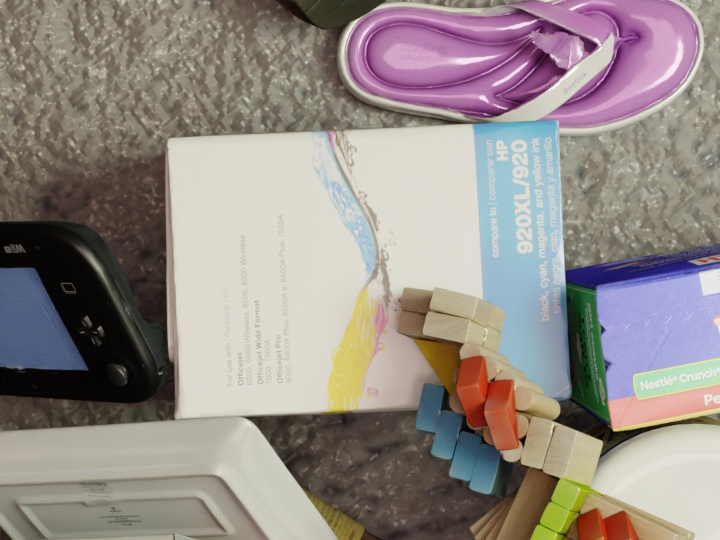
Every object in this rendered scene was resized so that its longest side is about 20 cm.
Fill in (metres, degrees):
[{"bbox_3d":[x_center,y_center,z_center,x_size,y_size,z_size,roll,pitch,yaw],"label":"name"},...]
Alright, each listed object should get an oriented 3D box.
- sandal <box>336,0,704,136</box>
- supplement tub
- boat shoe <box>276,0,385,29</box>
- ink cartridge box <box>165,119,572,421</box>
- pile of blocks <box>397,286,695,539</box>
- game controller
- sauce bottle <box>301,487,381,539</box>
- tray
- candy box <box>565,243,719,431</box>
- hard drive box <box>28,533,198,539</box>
[{"bbox_3d":[0.088,-0.113,1.230,0.202,0.050,0.083,-4,90,0],"label":"sandal"},{"bbox_3d":[0.159,0.145,1.157,0.144,0.200,0.145,0,90,0],"label":"supplement tub"},{"bbox_3d":[0.017,-0.223,1.224,0.074,0.076,0.200,35,85,32],"label":"boat shoe"},{"bbox_3d":[0.000,0.000,1.179,0.200,0.147,0.145,-3,90,-2],"label":"ink cartridge box"},{"bbox_3d":[0.068,0.087,1.044,0.082,0.062,0.200,-43,68,9],"label":"pile of blocks"},{"bbox_3d":[-0.181,0.020,1.156,0.042,0.200,0.104,-53,125,-32],"label":"game controller"},{"bbox_3d":[-0.019,0.162,1.219,0.200,0.066,0.066,32,89,1],"label":"sauce bottle"},{"bbox_3d":[-0.120,0.120,1.161,0.200,0.022,0.107,-6,135,30],"label":"tray"},{"bbox_3d":[0.191,0.025,1.159,0.169,0.200,0.077,-9,90,-1],"label":"candy box"},{"bbox_3d":[-0.151,0.182,1.136,0.200,0.156,0.077,-4,75,19],"label":"hard drive box"}]
